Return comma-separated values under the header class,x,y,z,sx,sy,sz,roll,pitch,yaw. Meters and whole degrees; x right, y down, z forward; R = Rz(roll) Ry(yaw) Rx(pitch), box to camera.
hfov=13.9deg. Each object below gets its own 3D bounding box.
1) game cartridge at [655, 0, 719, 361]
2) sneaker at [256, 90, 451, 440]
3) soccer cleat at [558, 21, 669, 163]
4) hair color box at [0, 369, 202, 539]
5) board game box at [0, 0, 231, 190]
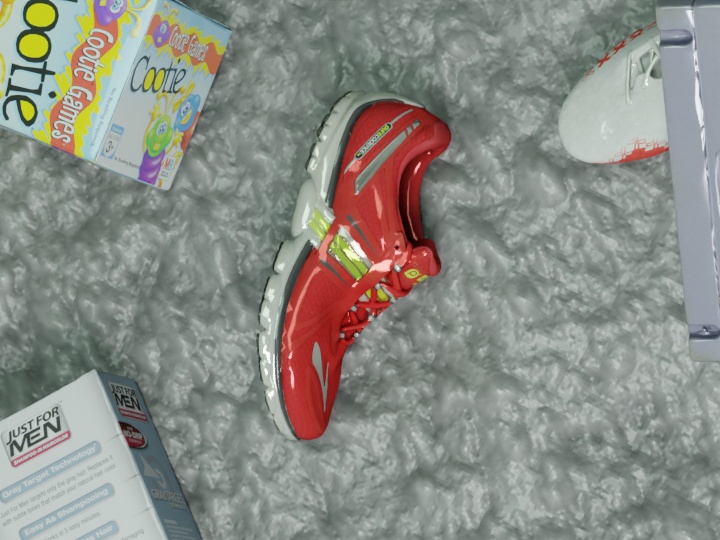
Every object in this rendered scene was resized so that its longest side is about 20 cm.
class,x,y,z,sx,sy,sz,roll,pitch,yaw
game cartridge,0.226,-0.048,1.524,0.129,0.038,0.200,-2,111,15
sneaker,0.000,0.000,1.622,0.085,0.077,0.200,14,87,16
soccer cleat,0.190,-0.119,1.564,0.200,0.085,0.069,-25,75,15
hair color box,-0.141,0.167,1.653,0.099,0.061,0.200,-28,74,13
board game box,-0.195,-0.133,1.694,0.200,0.105,0.103,22,90,22
